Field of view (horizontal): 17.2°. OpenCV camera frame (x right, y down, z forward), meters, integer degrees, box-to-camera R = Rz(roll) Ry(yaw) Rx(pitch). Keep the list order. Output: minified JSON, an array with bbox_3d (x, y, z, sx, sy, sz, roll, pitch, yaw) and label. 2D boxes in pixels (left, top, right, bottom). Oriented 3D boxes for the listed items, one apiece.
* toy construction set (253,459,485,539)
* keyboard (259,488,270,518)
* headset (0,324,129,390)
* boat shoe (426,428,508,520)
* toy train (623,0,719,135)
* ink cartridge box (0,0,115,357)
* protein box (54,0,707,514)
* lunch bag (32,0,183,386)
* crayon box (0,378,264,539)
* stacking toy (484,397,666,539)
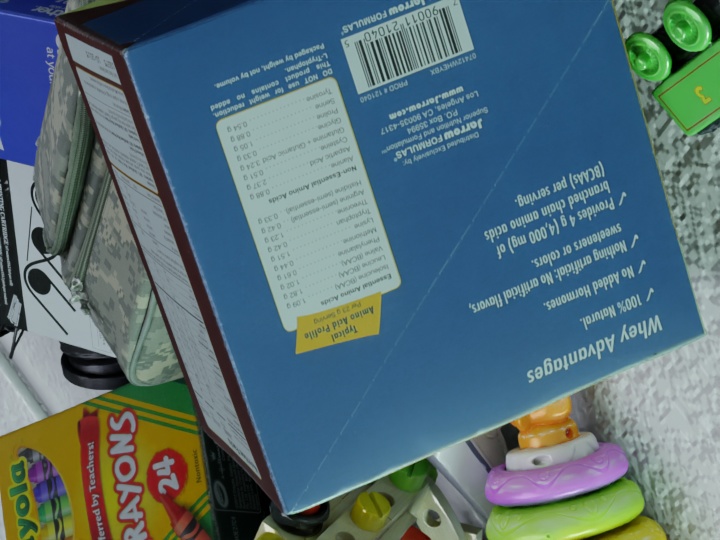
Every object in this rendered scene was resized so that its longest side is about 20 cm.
[{"bbox_3d":[0.016,0.151,1.185,0.131,0.200,0.092,33,111,14],"label":"toy construction set"},{"bbox_3d":[-0.012,0.104,1.338,0.200,0.039,0.105,137,125,-59],"label":"keyboard"},{"bbox_3d":[-0.157,0.009,1.445,0.200,0.094,0.124,-19,99,43],"label":"headset"},{"bbox_3d":[0.046,0.051,1.161,0.071,0.070,0.200,43,171,49],"label":"boat shoe"},{"bbox_3d":[0.167,-0.107,0.893,0.056,0.042,0.200,50,149,-2],"label":"toy train"},{"bbox_3d":[-0.169,-0.057,1.327,0.094,0.044,0.201,14,121,29],"label":"ink cartridge box"},{"bbox_3d":[0.008,-0.040,0.993,0.135,0.198,0.201,-147,37,-68],"label":"protein box"},{"bbox_3d":[-0.086,-0.066,1.166,0.168,0.139,0.200,58,150,25],"label":"lunch bag"},{"bbox_3d":[-0.150,0.144,1.421,0.199,0.051,0.128,-23,69,34],"label":"crayon box"},{"bbox_3d":[0.098,0.118,1.130,0.110,0.116,0.201,-9,96,54],"label":"stacking toy"}]
